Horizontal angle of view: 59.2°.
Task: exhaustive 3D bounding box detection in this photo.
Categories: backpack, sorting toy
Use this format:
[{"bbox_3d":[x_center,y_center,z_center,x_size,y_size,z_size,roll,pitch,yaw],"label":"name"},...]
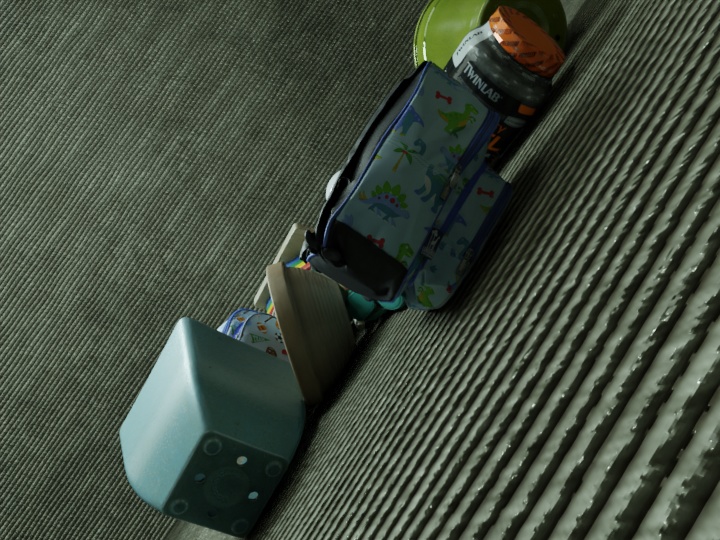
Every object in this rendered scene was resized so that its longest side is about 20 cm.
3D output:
[{"bbox_3d":[0.051,-0.067,0.587,0.203,0.145,0.183,-60,5,-7],"label":"backpack"},{"bbox_3d":[-0.078,0.035,1.231,0.201,0.196,0.070,-57,29,28],"label":"sorting toy"},{"bbox_3d":[-0.170,0.154,1.013,0.153,0.199,0.192,-39,25,20],"label":"backpack"}]

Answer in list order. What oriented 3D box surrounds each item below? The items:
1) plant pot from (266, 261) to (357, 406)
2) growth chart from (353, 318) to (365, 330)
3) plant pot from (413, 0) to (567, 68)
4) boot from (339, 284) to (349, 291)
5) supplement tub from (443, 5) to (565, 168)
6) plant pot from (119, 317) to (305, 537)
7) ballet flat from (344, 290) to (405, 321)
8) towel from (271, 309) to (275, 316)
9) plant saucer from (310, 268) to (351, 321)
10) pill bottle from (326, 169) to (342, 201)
[{"bbox_3d":[-0.061,0.078,0.893,0.091,0.206,0.201,-16,1,-4],"label":"plant pot"},{"bbox_3d":[0.048,0.009,0.975,0.202,0.018,0.145,-54,3,-9],"label":"growth chart"},{"bbox_3d":[0.192,-0.327,0.905,0.202,0.199,0.193,-54,15,4],"label":"plant pot"},{"bbox_3d":[0.000,0.000,1.063,0.203,0.075,0.158,-84,-3,-46],"label":"boot"},{"bbox_3d":[0.142,-0.197,0.758,0.201,0.121,0.123,-54,3,38],"label":"supplement tub"},{"bbox_3d":[-0.183,0.218,0.812,0.198,0.194,0.200,-58,25,8],"label":"plant pot"},{"bbox_3d":[0.032,0.015,0.812,0.070,0.068,0.200,-41,0,-21],"label":"ballet flat"},{"bbox_3d":[-0.116,0.132,1.173,0.131,0.034,0.204,-22,-48,-45],"label":"towel"},{"bbox_3d":[-0.045,0.062,1.081,0.201,0.038,0.207,1,-90,-76],"label":"plant saucer"},{"bbox_3d":[0.015,-0.084,0.939,0.112,0.110,0.200,-54,32,9],"label":"pill bottle"}]
